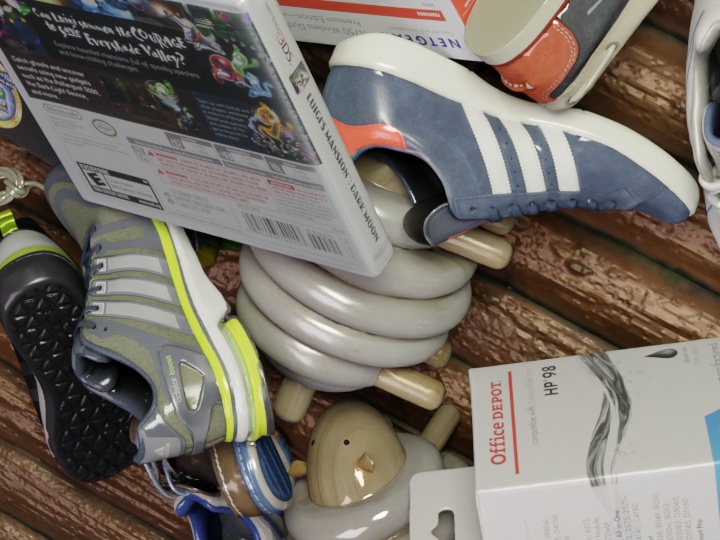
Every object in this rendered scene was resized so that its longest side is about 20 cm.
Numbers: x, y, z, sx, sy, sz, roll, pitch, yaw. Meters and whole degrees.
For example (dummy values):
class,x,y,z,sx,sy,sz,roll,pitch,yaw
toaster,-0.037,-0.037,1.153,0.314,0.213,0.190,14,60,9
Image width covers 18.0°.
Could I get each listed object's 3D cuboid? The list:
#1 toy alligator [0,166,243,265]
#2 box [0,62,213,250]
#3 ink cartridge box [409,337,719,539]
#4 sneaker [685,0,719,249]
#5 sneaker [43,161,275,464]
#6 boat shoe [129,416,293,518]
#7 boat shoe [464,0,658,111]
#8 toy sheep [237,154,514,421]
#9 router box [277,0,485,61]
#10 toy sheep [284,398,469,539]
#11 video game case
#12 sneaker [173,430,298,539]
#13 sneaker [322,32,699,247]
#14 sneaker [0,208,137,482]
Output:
class,x,y,z,sx,sy,sz,roll,pitch,yaw
toy alligator,-0.126,-0.035,1.311,0.198,0.060,0.054,5,163,26
box,-0.153,-0.120,1.224,0.199,0.044,0.161,31,144,26
ink cartridge box,0.119,0.101,1.171,0.198,0.116,0.067,-8,120,5
sneaker,0.186,-0.055,1.097,0.074,0.087,0.201,-1,120,28
sneaker,-0.123,0.017,1.193,0.200,0.080,0.074,53,153,31
boat shoe,-0.088,0.096,1.278,0.072,0.200,0.073,-25,108,-4
boat shoe,0.132,-0.161,1.046,0.062,0.071,0.200,33,103,-33
toy sheep,0.000,0.000,1.201,0.137,0.138,0.201,28,112,10
router box,-0.040,-0.189,1.094,0.199,0.049,0.180,12,147,40
toy sheep,0.023,0.163,1.300,0.137,0.138,0.201,-13,113,35
video game case,-0.093,-0.082,1.083,0.199,0.023,0.182,16,147,36
sneaker,-0.063,0.192,1.398,0.075,0.088,0.201,-11,115,32
sneaker,0.068,-0.044,1.114,0.198,0.085,0.075,19,172,-11
sneaker,-0.178,0.042,1.391,0.071,0.083,0.201,-21,133,-9
